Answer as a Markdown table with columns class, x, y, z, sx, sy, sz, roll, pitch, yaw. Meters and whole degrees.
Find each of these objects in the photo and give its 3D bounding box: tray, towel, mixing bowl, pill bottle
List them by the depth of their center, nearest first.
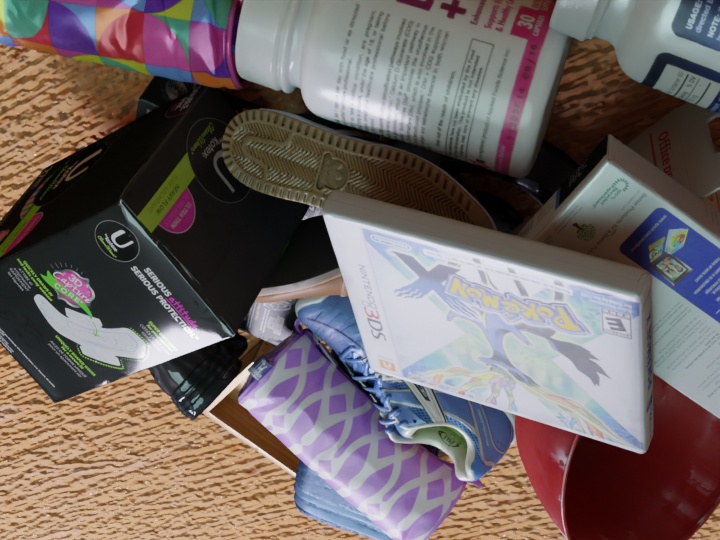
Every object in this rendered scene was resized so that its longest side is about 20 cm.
| class | x | y | z | sx | sy | sz | roll | pitch | yaw |
| --- | --- | --- | --- | --- | --- | --- | --- | --- | --- |
| pill bottle | 0.216 | -0.149 | 0.830 | 0.198 | 0.116 | 0.116 | 22 | 136 | 3 |
| pill bottle | 0.028 | -0.140 | 0.924 | 0.198 | 0.114 | 0.114 | 17 | 136 | 8 |
| mixing bowl | 0.186 | 0.106 | 1.058 | 0.108 | 0.199 | 0.201 | 33 | 151 | 47 |
| towel | 0.014 | 0.130 | 1.199 | 0.111 | 0.049 | 0.202 | 20 | 119 | 7 |
| tray | -0.034 | 0.148 | 1.281 | 0.199 | 0.037 | 0.099 | 36 | 135 | -12 |

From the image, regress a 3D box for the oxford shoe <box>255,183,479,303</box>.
| class | x | y | z | sx | sy | sz | roll | pitch | yaw |
| --- | --- | --- | --- | --- | --- | --- | --- | --- | --- |
| oxford shoe | 0.000 | 0.000 | 1.029 | 0.198 | 0.072 | 0.072 | -11 | 131 | 22 |

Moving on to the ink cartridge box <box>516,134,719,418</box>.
| class | x | y | z | sx | sy | sz | roll | pitch | yaw |
| --- | --- | --- | --- | --- | --- | --- | --- | --- | --- |
| ink cartridge box | 0.194 | 0.014 | 0.868 | 0.199 | 0.039 | 0.100 | 35 | 121 | -11 |

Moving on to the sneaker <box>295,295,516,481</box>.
| class | x | y | z | sx | sy | sz | roll | pitch | yaw |
| --- | --- | --- | --- | --- | --- | --- | --- | --- | --- |
| sneaker | 0.033 | 0.079 | 1.084 | 0.199 | 0.077 | 0.076 | 33 | 151 | 2 |

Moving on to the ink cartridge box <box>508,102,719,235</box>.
| class | x | y | z | sx | sy | sz | roll | pitch | yaw |
| --- | --- | --- | --- | --- | --- | --- | --- | --- | --- |
| ink cartridge box | 0.185 | -0.023 | 0.941 | 0.067 | 0.117 | 0.200 | 39 | 121 | -23 |

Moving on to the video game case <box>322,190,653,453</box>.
| class | x | y | z | sx | sy | sz | roll | pitch | yaw |
| --- | --- | --- | --- | --- | --- | --- | --- | --- | --- |
| video game case | 0.083 | 0.035 | 0.894 | 0.198 | 0.022 | 0.183 | 15 | 149 | 22 |

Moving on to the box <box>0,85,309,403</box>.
| class | x | y | z | sx | sy | sz | roll | pitch | yaw |
| --- | --- | --- | --- | --- | --- | --- | --- | --- | --- |
| box | -0.164 | -0.018 | 1.036 | 0.199 | 0.149 | 0.125 | -20 | 119 | 38 |

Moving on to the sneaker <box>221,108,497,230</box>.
| class | x | y | z | sx | sy | sz | roll | pitch | yaw |
| --- | --- | --- | --- | --- | --- | --- | --- | --- | --- |
| sneaker | 0.015 | -0.056 | 0.967 | 0.199 | 0.108 | 0.071 | 26 | 104 | 19 |

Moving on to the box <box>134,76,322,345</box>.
| class | x | y | z | sx | sy | sz | roll | pitch | yaw |
| --- | --- | --- | --- | --- | --- | --- | --- | --- | --- |
| box | -0.104 | -0.043 | 1.125 | 0.159 | 0.044 | 0.201 | 21 | 136 | 4 |

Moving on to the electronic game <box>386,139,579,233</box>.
| class | x | y | z | sx | sy | sz | roll | pitch | yaw |
| --- | --- | --- | --- | --- | --- | --- | --- | --- | --- |
| electronic game | 0.083 | -0.024 | 1.060 | 0.198 | 0.042 | 0.201 | 7 | 131 | 8 |

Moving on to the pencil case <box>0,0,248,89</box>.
| class | x | y | z | sx | sy | sz | roll | pitch | yaw |
| --- | --- | --- | --- | --- | --- | --- | --- | --- | --- |
| pencil case | -0.162 | -0.180 | 0.995 | 0.198 | 0.089 | 0.089 | 12 | 135 | 11 |

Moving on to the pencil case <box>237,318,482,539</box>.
| class | x | y | z | sx | sy | sz | roll | pitch | yaw |
| --- | --- | --- | --- | --- | --- | --- | --- | --- | --- |
| pencil case | -0.005 | 0.128 | 1.134 | 0.200 | 0.084 | 0.086 | 43 | 91 | -7 |

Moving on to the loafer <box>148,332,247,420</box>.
| class | x | y | z | sx | sy | sz | roll | pitch | yaw |
| --- | --- | --- | --- | --- | --- | --- | --- | --- | --- |
| loafer | -0.137 | 0.062 | 1.167 | 0.072 | 0.073 | 0.200 | 45 | 176 | -6 |
